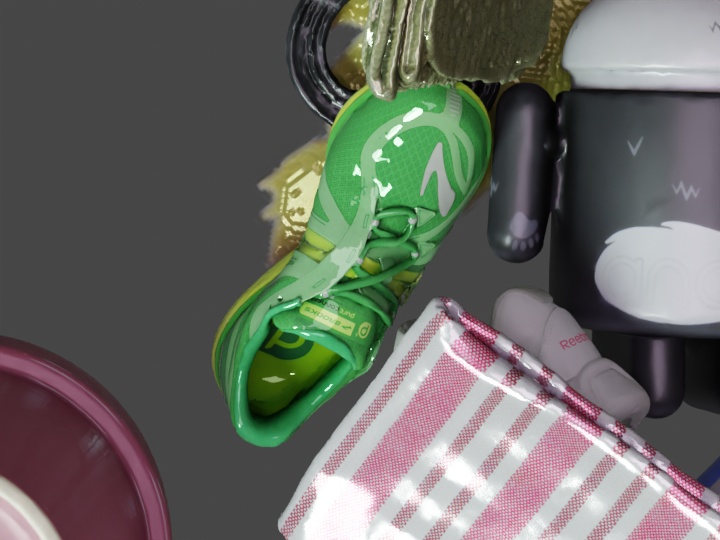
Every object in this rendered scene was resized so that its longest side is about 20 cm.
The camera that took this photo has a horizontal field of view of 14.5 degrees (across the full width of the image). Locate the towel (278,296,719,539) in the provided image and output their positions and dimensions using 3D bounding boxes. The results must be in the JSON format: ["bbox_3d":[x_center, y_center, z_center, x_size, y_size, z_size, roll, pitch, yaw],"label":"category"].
[{"bbox_3d":[0.073,0.119,1.194,0.200,0.030,0.146,37,122,6],"label":"towel"}]

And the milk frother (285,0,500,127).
[{"bbox_3d":[-0.002,-0.146,1.214,0.180,0.188,0.200,-31,92,26],"label":"milk frother"}]

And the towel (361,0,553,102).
[{"bbox_3d":[0.046,-0.144,1.128,0.036,0.200,0.148,14,101,18],"label":"towel"}]

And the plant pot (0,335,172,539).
[{"bbox_3d":[-0.181,0.132,1.224,0.200,0.179,0.200,0,93,-3],"label":"plant pot"}]

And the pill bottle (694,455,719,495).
[{"bbox_3d":[0.165,0.160,1.280,0.112,0.112,0.200,45,92,-5],"label":"pill bottle"}]

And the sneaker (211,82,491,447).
[{"bbox_3d":[0.000,0.000,1.245,0.074,0.084,0.200,21,120,-17],"label":"sneaker"}]

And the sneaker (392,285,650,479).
[{"bbox_3d":[0.037,0.074,1.267,0.200,0.078,0.099,-40,75,32],"label":"sneaker"}]

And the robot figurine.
[{"bbox_3d":[0.146,-0.036,1.266,0.125,0.150,0.200,4,94,36],"label":"robot figurine"}]
